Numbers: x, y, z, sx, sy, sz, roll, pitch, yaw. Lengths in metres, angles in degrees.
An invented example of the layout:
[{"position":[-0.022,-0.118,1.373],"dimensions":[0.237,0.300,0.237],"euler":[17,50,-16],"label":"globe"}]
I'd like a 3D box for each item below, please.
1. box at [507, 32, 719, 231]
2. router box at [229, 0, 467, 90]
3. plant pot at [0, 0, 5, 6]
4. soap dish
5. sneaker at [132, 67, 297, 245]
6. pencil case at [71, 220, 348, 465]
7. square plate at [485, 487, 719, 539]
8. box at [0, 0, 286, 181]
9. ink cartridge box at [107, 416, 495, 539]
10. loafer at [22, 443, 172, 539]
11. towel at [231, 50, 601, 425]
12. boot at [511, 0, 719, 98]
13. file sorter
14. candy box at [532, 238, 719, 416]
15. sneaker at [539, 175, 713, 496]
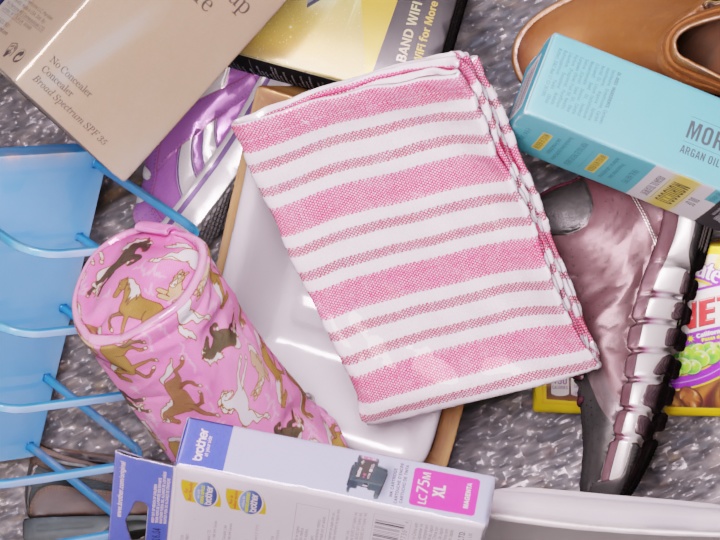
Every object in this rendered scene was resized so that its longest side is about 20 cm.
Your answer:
[{"position":[0.180,-0.061,1.608],"dimensions":[0.200,0.082,0.049],"euler":[22,79,-3],"label":"box"},{"position":[-0.009,-0.200,1.670],"dimensions":[0.157,0.052,0.201],"euler":[15,83,7],"label":"router box"},{"position":[-0.287,-0.165,1.689],"dimensions":[0.200,0.200,0.180],"euler":[32,111,3],"label":"plant pot"},{"position":[0.000,0.000,1.700],"dimensions":[0.157,0.081,0.200],"euler":[18,118,7],"label":"soap dish"},{"position":[-0.107,-0.089,1.734],"dimensions":[0.114,0.073,0.201],"euler":[33,94,7],"label":"sneaker"},{"position":[-0.080,0.061,1.624],"dimensions":[0.083,0.087,0.200],"euler":[-26,133,9],"label":"pencil case"},{"position":[0.145,0.160,1.681],"dimensions":[0.199,0.198,0.029],"euler":[4,71,10],"label":"square plate"},{"position":[-0.101,-0.157,1.588],"dimensions":[0.200,0.078,0.095],"euler":[-49,123,-2],"label":"box"},{"position":[-0.034,0.137,1.601],"dimensions":[0.199,0.042,0.119],"euler":[9,140,0],"label":"ink cartridge box"},{"position":[-0.108,0.125,1.771],"dimensions":[0.199,0.072,0.063],"euler":[-7,82,15],"label":"loafer"},{"position":[0.030,-0.013,1.622],"dimensions":[0.146,0.030,0.200],"euler":[-15,110,23],"label":"towel"},{"position":[0.173,-0.122,1.627],"dimensions":[0.199,0.155,0.074],"euler":[-5,97,10],"label":"boot"},{"position":[-0.189,0.046,1.678],"dimensions":[0.123,0.139,0.200],"euler":[34,118,39],"label":"file sorter"},{"position":[0.198,0.033,1.718],"dimensions":[0.199,0.026,0.103],"euler":[0,96,10],"label":"candy box"},{"position":[0.124,0.029,1.685],"dimensions":[0.115,0.076,0.201],"euler":[14,84,14],"label":"sneaker"}]
